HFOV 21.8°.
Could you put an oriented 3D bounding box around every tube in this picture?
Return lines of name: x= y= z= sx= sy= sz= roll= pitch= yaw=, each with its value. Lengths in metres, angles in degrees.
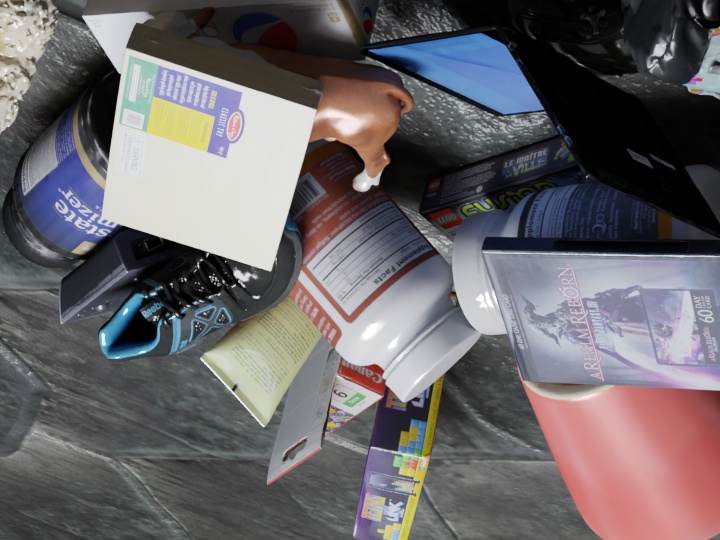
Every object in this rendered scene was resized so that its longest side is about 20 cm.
tube: x=-0.052 y=0.031 z=1.527 sx=0.058 sy=0.200 sz=0.052 roll=23 pitch=143 yaw=20

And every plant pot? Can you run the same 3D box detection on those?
plant pot: x=0.230 y=0.106 z=1.569 sx=0.199 sy=0.201 sz=0.178 roll=-10 pitch=133 yaw=34

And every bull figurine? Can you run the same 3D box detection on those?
bull figurine: x=-0.063 y=-0.119 z=1.298 sx=0.199 sy=0.065 sz=0.122 roll=14 pitch=153 yaw=4

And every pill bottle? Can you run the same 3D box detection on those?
pill bottle: x=0.000 y=0.000 z=1.459 sx=0.200 sy=0.112 sz=0.112 roll=49 pitch=149 yaw=10
pill bottle: x=0.176 y=-0.009 z=1.387 sx=0.199 sy=0.117 sz=0.116 roll=-9 pitch=143 yaw=32
pill bottle: x=-0.212 y=-0.075 z=1.504 sx=0.111 sy=0.112 sz=0.200 roll=27 pitch=147 yaw=-22

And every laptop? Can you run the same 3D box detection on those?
laptop: x=0.121 y=-0.088 z=1.254 sx=0.103 sy=0.201 sz=0.177 roll=-42 pitch=146 yaw=24

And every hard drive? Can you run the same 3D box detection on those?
hard drive: x=-0.145 y=-0.014 z=1.545 sx=0.199 sy=0.043 sz=0.135 roll=-17 pitch=169 yaw=-40

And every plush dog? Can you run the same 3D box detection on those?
plush dog: x=-0.335 y=-0.145 z=1.347 sx=0.171 sy=0.162 sz=0.199 roll=14 pitch=169 yaw=-39

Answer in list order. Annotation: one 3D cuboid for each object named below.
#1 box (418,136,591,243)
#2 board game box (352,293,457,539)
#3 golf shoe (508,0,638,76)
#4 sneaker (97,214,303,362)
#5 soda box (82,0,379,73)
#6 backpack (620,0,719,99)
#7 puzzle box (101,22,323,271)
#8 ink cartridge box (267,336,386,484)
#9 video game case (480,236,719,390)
box: x=0.156 y=-0.054 z=1.470 sx=0.199 sy=0.035 sz=0.110 roll=-17 pitch=138 yaw=40
board game box: x=0.039 y=0.135 z=1.697 sx=0.056 sy=0.166 sz=0.200 roll=12 pitch=149 yaw=2
golf shoe: x=0.197 y=-0.167 z=1.250 sx=0.198 sy=0.078 sz=0.095 roll=12 pitch=171 yaw=0
sneaker: x=-0.121 y=0.018 z=1.429 sx=0.200 sy=0.082 sz=0.073 roll=-39 pitch=79 yaw=37
soda box: x=-0.090 y=-0.188 z=1.320 sx=0.199 sy=0.064 sz=0.068 roll=-1 pitch=147 yaw=22
backpack: x=0.257 y=-0.172 z=1.136 sx=0.199 sy=0.168 sz=0.127 roll=7 pitch=153 yaw=-16
puzzle box: x=-0.105 y=-0.080 z=1.285 sx=0.132 sy=0.026 sz=0.200 roll=18 pitch=146 yaw=-2
ink cartridge box: x=-0.017 y=0.088 z=1.607 sx=0.050 sy=0.201 sz=0.109 roll=25 pitch=148 yaw=-18
video game case: x=0.195 y=0.032 z=1.318 sx=0.199 sy=0.019 sz=0.143 roll=1 pitch=137 yaw=22
